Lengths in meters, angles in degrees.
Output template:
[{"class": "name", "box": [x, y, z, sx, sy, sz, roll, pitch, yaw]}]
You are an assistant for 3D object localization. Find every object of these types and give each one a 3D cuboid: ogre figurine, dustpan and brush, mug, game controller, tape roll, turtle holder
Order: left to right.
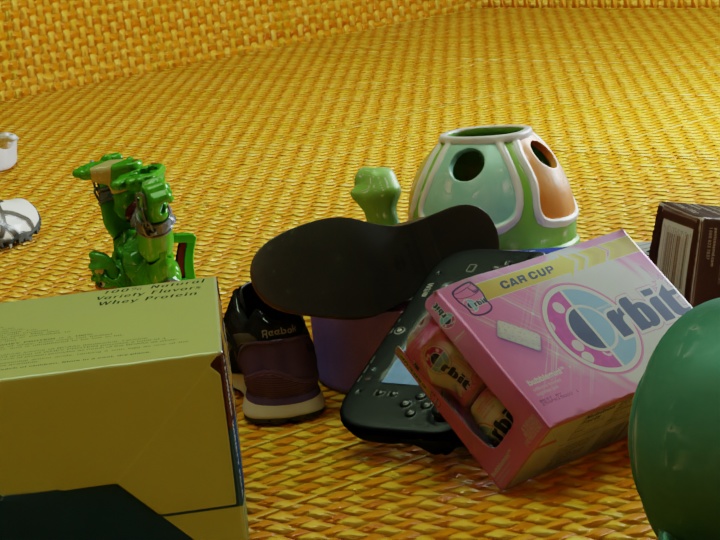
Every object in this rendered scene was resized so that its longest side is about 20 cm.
[{"class": "dustpan and brush", "box": [-0.472, -0.150, 2.854, 0.139, 0.058, 0.200, -13, 14, -31]}, {"class": "ogre figurine", "box": [-0.197, -0.036, 2.036, 0.098, 0.120, 0.200, -20, 16, -36]}, {"class": "tape roll", "box": [0.063, 0.037, 1.694, 0.199, 0.066, 0.200, -6, 11, 1]}, {"class": "game controller", "box": [0.065, 0.050, 1.525, 0.104, 0.042, 0.200, 11, 40, 24]}, {"class": "turtle holder", "box": [0.099, -0.056, 1.953, 0.141, 0.132, 0.185, -16, 16, -37]}, {"class": "mug", "box": [0.198, 0.091, 1.154, 0.114, 0.153, 0.185, -1, 13, 35]}]

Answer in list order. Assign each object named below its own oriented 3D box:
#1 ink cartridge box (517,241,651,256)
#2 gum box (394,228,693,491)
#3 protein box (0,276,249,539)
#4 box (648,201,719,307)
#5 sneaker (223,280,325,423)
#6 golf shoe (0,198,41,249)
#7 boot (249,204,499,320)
[{"class": "ink cartridge box", "box": [0.176, 0.008, 1.823, 0.199, 0.044, 0.094, -4, 10, 9]}, {"class": "gum box", "box": [0.126, 0.054, 1.436, 0.200, 0.066, 0.114, -17, 59, -44]}, {"class": "protein box", "box": [-0.170, 0.100, 1.333, 0.198, 0.136, 0.200, -7, 12, -3]}, {"class": "box", "box": [0.319, -0.003, 1.648, 0.199, 0.075, 0.100, 6, 7, -12]}, {"class": "sneaker", "box": [-0.068, 0.044, 1.661, 0.075, 0.088, 0.200, -9, 12, -14]}, {"class": "golf shoe", "box": [-0.395, -0.064, 2.332, 0.077, 0.095, 0.200, -1, 11, 25]}, {"class": "boot", "box": [0.000, 0.000, 1.622, 0.199, 0.074, 0.075, -9, -6, -33]}]
